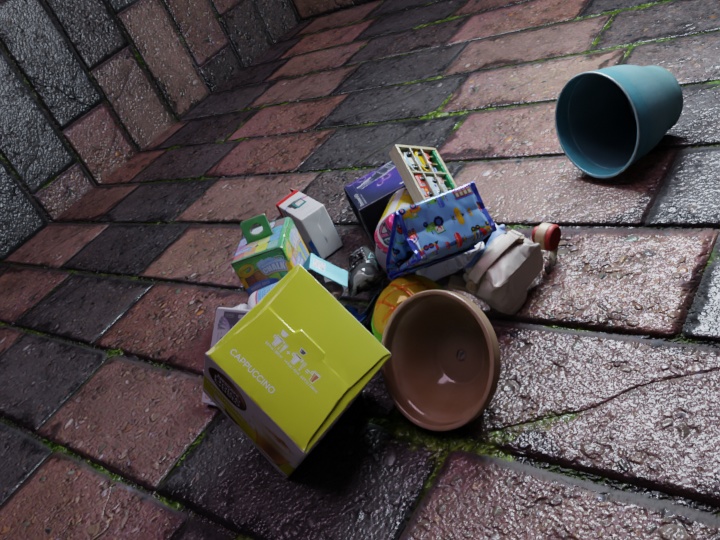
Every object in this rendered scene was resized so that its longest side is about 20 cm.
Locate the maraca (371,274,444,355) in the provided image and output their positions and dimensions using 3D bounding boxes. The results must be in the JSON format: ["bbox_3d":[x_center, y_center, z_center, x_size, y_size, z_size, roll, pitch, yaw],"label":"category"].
[{"bbox_3d":[0.077,0.085,1.189,0.134,0.108,0.202,-5,38,31],"label":"maraca"}]

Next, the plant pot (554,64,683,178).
[{"bbox_3d":[0.514,-0.306,1.354,0.185,0.204,0.199,-24,26,-26],"label":"plant pot"}]

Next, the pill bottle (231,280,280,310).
[{"bbox_3d":[-0.154,0.078,1.388,0.196,0.110,0.110,-22,31,10],"label":"pill bottle"}]

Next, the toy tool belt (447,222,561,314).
[{"bbox_3d":[0.246,-0.023,1.202,0.121,0.126,0.200,19,52,41],"label":"toy tool belt"}]

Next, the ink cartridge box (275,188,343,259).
[{"bbox_3d":[-0.129,-0.114,1.646,0.067,0.118,0.199,-35,30,-14],"label":"ink cartridge box"}]

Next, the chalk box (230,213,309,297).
[{"bbox_3d":[-0.186,-0.021,1.468,0.122,0.202,0.125,-17,31,16],"label":"chalk box"}]

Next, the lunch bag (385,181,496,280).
[{"bbox_3d":[0.124,-0.049,1.199,0.148,0.096,0.200,-21,-15,-14],"label":"lunch bag"}]

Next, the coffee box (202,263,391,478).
[{"bbox_3d":[-0.104,0.157,1.064,0.200,0.199,0.198,-44,-8,-27],"label":"coffee box"}]

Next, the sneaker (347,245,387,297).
[{"bbox_3d":[0.000,0.000,1.326,0.074,0.080,0.200,-29,-2,6],"label":"sneaker"}]

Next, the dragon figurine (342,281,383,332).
[{"bbox_3d":[-0.011,0.110,1.270,0.198,0.060,0.099,-36,31,-12],"label":"dragon figurine"}]

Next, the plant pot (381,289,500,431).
[{"bbox_3d":[0.133,0.131,1.048,0.198,0.206,0.092,1,0,40],"label":"plant pot"}]

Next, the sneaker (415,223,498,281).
[{"bbox_3d":[0.189,-0.038,1.322,0.198,0.075,0.087,-37,37,-12],"label":"sneaker"}]

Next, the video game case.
[{"bbox_3d":[-0.213,0.165,1.284,0.197,0.023,0.186,1,80,40],"label":"video game case"}]

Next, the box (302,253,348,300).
[{"bbox_3d":[-0.105,0.071,1.286,0.201,0.081,0.050,-56,17,29],"label":"box"}]

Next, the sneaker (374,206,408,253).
[{"bbox_3d":[0.122,-0.089,1.273,0.197,0.075,0.082,-23,70,-25],"label":"sneaker"}]

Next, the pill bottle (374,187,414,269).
[{"bbox_3d":[0.089,-0.080,1.397,0.109,0.113,0.201,-13,24,22],"label":"pill bottle"}]

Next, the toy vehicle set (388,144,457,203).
[{"bbox_3d":[0.147,-0.164,1.406,0.122,0.203,0.027,-5,-29,-42],"label":"toy vehicle set"}]

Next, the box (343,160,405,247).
[{"bbox_3d":[0.079,-0.165,1.564,0.197,0.106,0.148,-29,31,-2],"label":"box"}]
